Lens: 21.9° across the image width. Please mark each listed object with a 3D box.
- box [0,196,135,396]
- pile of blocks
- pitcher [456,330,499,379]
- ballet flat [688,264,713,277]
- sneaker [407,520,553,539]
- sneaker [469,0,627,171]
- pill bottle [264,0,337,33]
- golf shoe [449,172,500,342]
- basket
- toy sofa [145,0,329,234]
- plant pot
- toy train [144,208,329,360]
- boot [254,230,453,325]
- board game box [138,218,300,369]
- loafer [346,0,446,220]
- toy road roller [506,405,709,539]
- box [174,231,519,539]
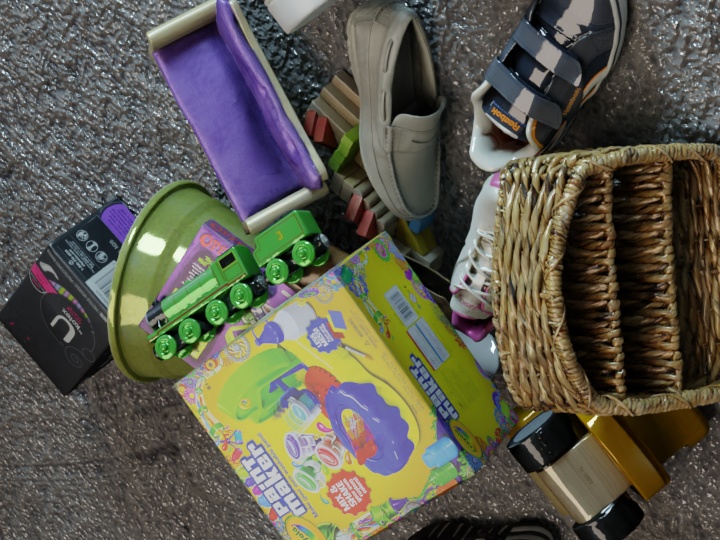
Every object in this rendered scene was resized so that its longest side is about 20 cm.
[{"bbox_3d":[-0.293,0.031,2.005,0.122,0.106,0.200,49,144,2],"label":"box"},{"bbox_3d":[0.011,-0.074,1.637,0.082,0.062,0.201,-18,108,51],"label":"pile of blocks"},{"bbox_3d":[0.021,0.121,1.734,0.171,0.121,0.201,24,134,2],"label":"pitcher"},{"bbox_3d":[0.211,0.035,1.520,0.199,0.069,0.070,-11,113,49],"label":"ballet flat"},{"bbox_3d":[0.126,0.313,1.840,0.199,0.076,0.116,-9,117,48],"label":"sneaker"},{"bbox_3d":[0.140,-0.149,1.425,0.078,0.079,0.201,40,141,19],"label":"sneaker"},{"bbox_3d":[-0.080,-0.299,1.496,0.200,0.114,0.114,53,143,-5],"label":"pill bottle"},{"bbox_3d":[0.114,-0.006,1.524,0.075,0.092,0.200,30,158,17],"label":"golf shoe"},{"bbox_3d":[0.192,0.007,1.396,0.148,0.142,0.201,2,98,37],"label":"basket"},{"bbox_3d":[-0.109,-0.137,1.637,0.201,0.083,0.098,62,172,1],"label":"toy sofa"},{"bbox_3d":[-0.110,0.032,1.768,0.183,0.201,0.201,15,132,22],"label":"plant pot"},{"bbox_3d":[-0.112,0.013,1.627,0.200,0.042,0.057,-33,77,21],"label":"toy train"},{"bbox_3d":[0.000,0.000,1.633,0.199,0.074,0.076,29,129,13],"label":"boot"},{"bbox_3d":[-0.088,0.060,1.666,0.200,0.032,0.120,37,113,5],"label":"board game box"},{"bbox_3d":[0.037,-0.130,1.556,0.070,0.070,0.201,20,134,45],"label":"loafer"},{"bbox_3d":[0.213,0.145,1.593,0.123,0.146,0.200,51,-179,-2],"label":"toy road roller"},{"bbox_3d":[-0.011,0.112,1.566,0.192,0.122,0.200,-36,91,28],"label":"box"}]
